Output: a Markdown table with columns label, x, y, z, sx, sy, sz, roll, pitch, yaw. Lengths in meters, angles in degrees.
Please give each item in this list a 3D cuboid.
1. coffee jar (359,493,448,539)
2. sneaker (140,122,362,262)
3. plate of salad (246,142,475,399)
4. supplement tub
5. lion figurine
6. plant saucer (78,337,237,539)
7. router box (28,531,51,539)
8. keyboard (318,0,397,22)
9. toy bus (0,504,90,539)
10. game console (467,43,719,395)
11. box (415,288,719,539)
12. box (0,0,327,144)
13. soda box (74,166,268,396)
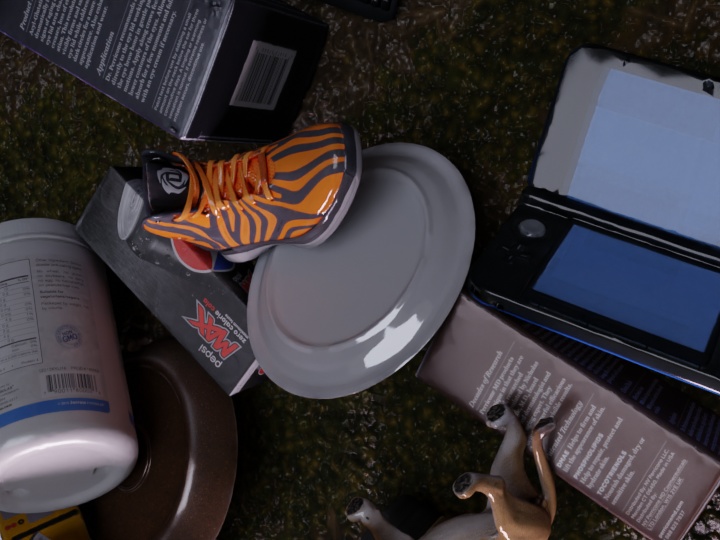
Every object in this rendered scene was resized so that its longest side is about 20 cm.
| label | x | y | z | sx | sy | sz | roll | pitch | yaw |
| --- | --- | --- | --- | --- | --- | --- | --- | --- | --- |
| coffee jar | 0.075 | 0.263 | 0.723 | 0.199 | 0.085 | 0.105 | 38 | 109 | 16 |
| sneaker | -0.090 | -0.054 | 0.689 | 0.199 | 0.110 | 0.079 | -26 | 61 | 47 |
| plate of salad | 0.000 | 0.000 | 0.712 | 0.197 | 0.048 | 0.203 | -20 | 52 | 28 |
| supplement tub | -0.256 | 0.076 | 0.794 | 0.131 | 0.131 | 0.203 | -36 | 55 | 23 |
| lion figurine | 0.064 | 0.179 | 0.634 | 0.198 | 0.073 | 0.123 | -31 | 116 | 16 |
| plant saucer | -0.178 | 0.155 | 0.814 | 0.198 | 0.034 | 0.205 | -13 | 71 | 41 |
| router box | -0.206 | 0.317 | 0.768 | 0.198 | 0.051 | 0.150 | 33 | 114 | -5 |
| keyboard | -0.061 | -0.246 | 0.709 | 0.196 | 0.040 | 0.105 | 19 | 134 | 3 |
| toy bus | -0.259 | 0.275 | 0.852 | 0.078 | 0.064 | 0.203 | 43 | 144 | 42 |
| game console | 0.190 | -0.039 | 0.629 | 0.197 | 0.171 | 0.120 | 20 | 130 | 21 |
| box | 0.145 | 0.089 | 0.666 | 0.199 | 0.100 | 0.076 | 35 | 108 | 18 |
| box | -0.150 | -0.186 | 0.748 | 0.198 | 0.147 | 0.106 | 31 | 107 | 20 |
| soda box | -0.139 | 0.004 | 0.807 | 0.200 | 0.063 | 0.071 | 44 | 110 | 14 |
